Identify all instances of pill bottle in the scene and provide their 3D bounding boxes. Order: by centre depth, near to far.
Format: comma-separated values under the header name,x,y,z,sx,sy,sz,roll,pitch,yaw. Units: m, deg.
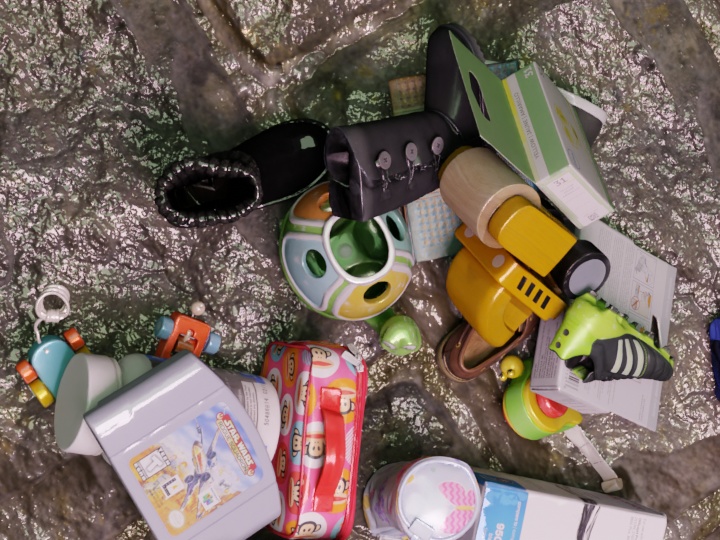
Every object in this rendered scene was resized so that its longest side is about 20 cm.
name,x,y,z,sx,sy,sz,roll,pitch,yaw
pill bottle,-0.190,0.144,1.252,0.200,0.114,0.114,14,85,-30

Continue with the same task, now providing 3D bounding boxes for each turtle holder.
name,x,y,z,sx,sy,sz,roll,pitch,yaw
turtle holder,-0.011,-0.003,1.321,0.141,0.132,0.186,0,87,-11

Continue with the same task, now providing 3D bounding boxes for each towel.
name,x,y,z,sx,sy,sz,roll,pitch,yaw
towel,0.113,-0.117,1.368,0.147,0.022,0.200,-8,99,8

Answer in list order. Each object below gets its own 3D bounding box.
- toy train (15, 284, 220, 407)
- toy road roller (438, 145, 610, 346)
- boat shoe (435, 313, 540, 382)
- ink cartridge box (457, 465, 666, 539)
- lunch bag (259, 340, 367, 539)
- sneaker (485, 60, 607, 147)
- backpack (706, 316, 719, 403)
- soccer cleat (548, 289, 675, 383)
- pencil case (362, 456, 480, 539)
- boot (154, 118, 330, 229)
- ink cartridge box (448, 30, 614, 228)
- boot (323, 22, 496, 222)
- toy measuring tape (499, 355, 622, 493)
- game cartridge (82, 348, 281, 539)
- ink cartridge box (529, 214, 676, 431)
name,x,y,z,sx,sy,sz,roll,pitch,yaw
toy train,-0.253,0.082,1.301,0.200,0.056,0.150,17,95,-29
toy road roller,0.138,-0.014,1.270,0.146,0.123,0.200,-47,132,8
boat shoe,0.167,0.045,1.383,0.072,0.068,0.200,45,81,-6
ink cartridge box,0.199,0.269,1.341,0.200,0.145,0.084,12,87,-9
lunch bag,-0.051,0.169,1.281,0.082,0.176,0.200,7,87,-21
sneaker,0.169,-0.159,1.390,0.200,0.071,0.099,20,79,-13
backpack,0.482,0.144,1.390,0.162,0.168,0.200,-9,93,-4
soccer cleat,0.258,0.084,1.312,0.081,0.068,0.200,-53,138,6
pencil case,0.057,0.235,1.292,0.091,0.200,0.083,-41,89,-16
boot,-0.110,-0.098,1.293,0.211,0.158,0.079,-27,93,-10
ink cartridge box,0.169,-0.145,1.248,0.048,0.200,0.146,-28,51,21
boot,0.042,-0.150,1.265,0.200,0.066,0.165,-20,99,-36
toy measuring tape,0.212,0.178,1.385,0.074,0.074,0.200,-38,98,-10
game cartridge,-0.157,0.180,1.193,0.133,0.042,0.200,-31,115,-12
ink cartridge box,0.269,0.059,1.388,0.174,0.044,0.200,26,68,-39
